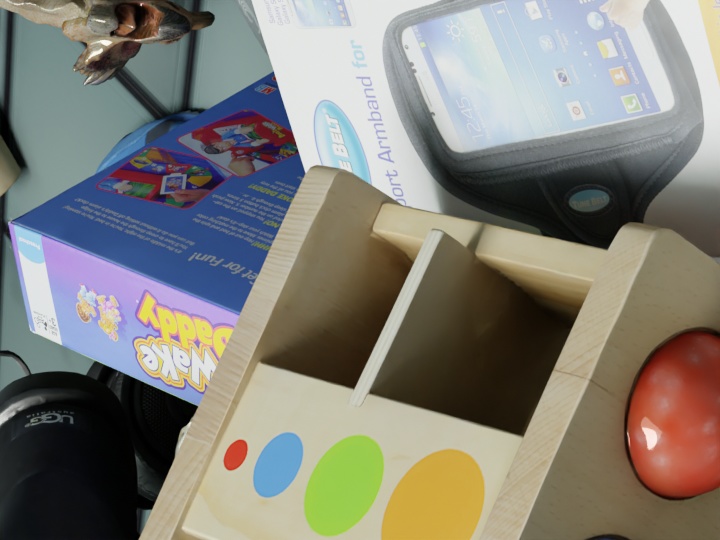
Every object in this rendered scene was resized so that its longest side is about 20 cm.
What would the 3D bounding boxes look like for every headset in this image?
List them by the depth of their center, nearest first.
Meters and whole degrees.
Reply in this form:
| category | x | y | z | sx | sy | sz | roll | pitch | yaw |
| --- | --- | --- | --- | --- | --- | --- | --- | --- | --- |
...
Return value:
| category | x | y | z | sx | sy | sz | roll | pitch | yaw |
| --- | --- | --- | --- | --- | --- | --- | --- | --- | --- |
| headset | -0.070 | 0.068 | 1.010 | 0.123 | 0.199 | 0.095 | 156 | 120 | -65 |

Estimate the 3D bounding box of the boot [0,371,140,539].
| category | x | y | z | sx | sy | sz | roll | pitch | yaw |
| --- | --- | --- | --- | --- | --- | --- | --- | --- | --- |
| boot | -0.101 | 0.152 | 0.899 | 0.168 | 0.076 | 0.201 | -96 | 4 | -68 |

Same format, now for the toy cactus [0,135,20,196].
| category | x | y | z | sx | sy | sz | roll | pitch | yaw |
| --- | --- | --- | --- | --- | --- | --- | --- | --- | --- |
| toy cactus | -0.215 | -0.104 | 1.229 | 0.165 | 0.102 | 0.200 | 51 | 151 | -19 |

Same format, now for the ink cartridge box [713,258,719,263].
| category | x | y | z | sx | sy | sz | roll | pitch | yaw |
| --- | --- | --- | --- | --- | --- | --- | --- | --- | --- |
| ink cartridge box | 0.085 | -0.094 | 0.770 | 0.116 | 0.067 | 0.201 | 21 | 130 | 48 |

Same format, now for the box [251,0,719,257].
| category | x | y | z | sx | sy | sz | roll | pitch | yaw |
| --- | --- | --- | --- | --- | --- | --- | --- | --- | --- |
| box | 0.039 | -0.066 | 0.736 | 0.199 | 0.041 | 0.120 | 2 | 119 | 40 |

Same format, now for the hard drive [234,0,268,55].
| category | x | y | z | sx | sy | sz | roll | pitch | yaw |
| --- | --- | --- | --- | --- | --- | --- | --- | --- | --- |
| hard drive | -0.043 | -0.154 | 0.891 | 0.140 | 0.033 | 0.200 | 59 | 171 | 4 |

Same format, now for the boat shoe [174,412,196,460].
| category | x | y | z | sx | sy | sz | roll | pitch | yaw |
| --- | --- | --- | --- | --- | --- | --- | --- | --- | --- |
| boat shoe | -0.026 | 0.136 | 0.826 | 0.072 | 0.060 | 0.203 | -3 | 101 | 41 |

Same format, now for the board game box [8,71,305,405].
| category | x | y | z | sx | sy | sz | roll | pitch | yaw |
| --- | --- | --- | --- | --- | --- | --- | --- | --- | --- |
| board game box | 0.000 | 0.000 | 0.886 | 0.199 | 0.134 | 0.045 | 21 | 131 | 40 |

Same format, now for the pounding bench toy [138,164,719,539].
| category | x | y | z | sx | sy | sz | roll | pitch | yaw |
| --- | --- | --- | --- | --- | --- | --- | --- | --- | --- |
| pounding bench toy | 0.075 | 0.078 | 0.719 | 0.200 | 0.125 | 0.156 | 32 | 168 | -37 |

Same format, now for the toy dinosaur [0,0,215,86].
| category | x | y | z | sx | sy | sz | roll | pitch | yaw |
| --- | --- | --- | --- | --- | --- | --- | --- | --- | --- |
| toy dinosaur | -0.134 | -0.141 | 1.056 | 0.086 | 0.135 | 0.201 | 110 | 156 | -49 |

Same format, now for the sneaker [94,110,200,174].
| category | x | y | z | sx | sy | sz | roll | pitch | yaw |
| --- | --- | --- | --- | --- | --- | --- | --- | --- | --- |
| sneaker | -0.069 | -0.017 | 1.063 | 0.200 | 0.078 | 0.066 | 11 | 125 | 55 |
